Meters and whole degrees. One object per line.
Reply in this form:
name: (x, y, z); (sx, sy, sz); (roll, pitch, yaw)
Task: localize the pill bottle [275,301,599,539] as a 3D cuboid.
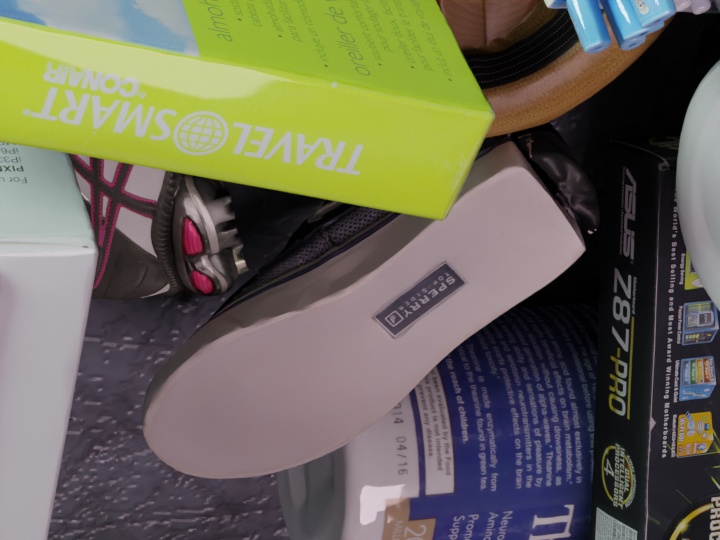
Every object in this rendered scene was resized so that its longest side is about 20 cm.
pill bottle: (0.071, 0.071, 1.043); (0.200, 0.111, 0.111); (-4, 132, -19)

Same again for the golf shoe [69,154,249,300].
golf shoe: (-0.096, -0.060, 0.883); (0.088, 0.077, 0.200); (-11, 134, -3)

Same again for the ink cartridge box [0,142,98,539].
ink cartridge box: (-0.180, -0.015, 0.798); (0.145, 0.200, 0.145); (-2, 131, -20)

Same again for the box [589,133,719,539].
box: (0.173, 0.042, 0.990); (0.161, 0.049, 0.200); (-5, 106, -26)

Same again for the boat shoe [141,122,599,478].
boat shoe: (0.000, 0.000, 0.960); (0.200, 0.093, 0.075); (-31, 120, 13)

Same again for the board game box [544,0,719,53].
board game box: (0.187, -0.121, 0.803); (0.200, 0.026, 0.200); (-27, 170, 31)

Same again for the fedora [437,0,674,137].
fedora: (0.032, -0.141, 0.855); (0.201, 0.082, 0.201); (-10, 128, -13)

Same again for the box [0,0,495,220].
box: (-0.070, -0.080, 0.731); (0.200, 0.122, 0.048); (10, 123, -24)

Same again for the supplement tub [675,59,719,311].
supplement tub: (0.223, -0.042, 0.888); (0.200, 0.123, 0.123); (-15, 137, -33)
